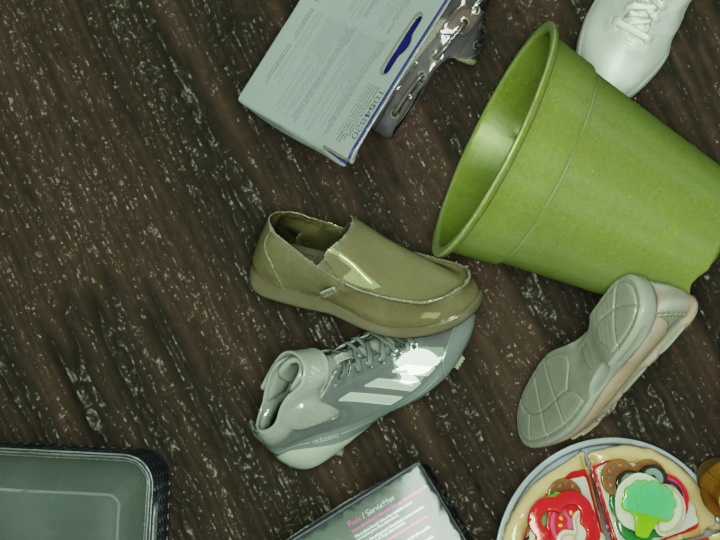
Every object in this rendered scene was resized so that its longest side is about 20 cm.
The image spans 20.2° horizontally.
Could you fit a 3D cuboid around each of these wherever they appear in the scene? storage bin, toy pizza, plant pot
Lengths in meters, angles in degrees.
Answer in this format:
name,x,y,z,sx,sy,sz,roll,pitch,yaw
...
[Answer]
name,x,y,z,sx,sy,sz,roll,pitch,yaw
storage bin,-0.258,0.209,1.620,0.198,0.094,0.137,2,88,5
toy pizza,0.203,0.233,1.592,0.198,0.032,0.202,2,83,-12
plant pot,0.182,-0.059,1.570,0.189,0.200,0.201,27,89,-8

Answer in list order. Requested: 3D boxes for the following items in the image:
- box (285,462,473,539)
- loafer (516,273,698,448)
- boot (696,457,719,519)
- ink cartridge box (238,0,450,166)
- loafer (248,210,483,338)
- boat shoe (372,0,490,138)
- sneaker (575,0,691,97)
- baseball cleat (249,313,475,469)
name,x,y,z,sx,sy,sz,roll,pitch,yaw
box,-0.007,0.246,1.582,0.199,0.132,0.115,-30,83,1
loafer,0.191,0.079,1.569,0.062,0.200,0.072,8,51,-24
boot,0.355,0.193,1.548,0.199,0.144,0.071,15,95,-3
ink cartridge box,0.009,-0.183,1.578,0.040,0.200,0.201,32,91,-34
loafer,0.000,0.000,1.594,0.198,0.076,0.068,9,127,19
boat shoe,0.070,-0.190,1.629,0.200,0.072,0.065,-44,91,5
sneaker,0.236,-0.226,1.608,0.075,0.088,0.201,32,90,3
baseball cleat,0.001,0.078,1.602,0.200,0.106,0.070,-43,47,1
